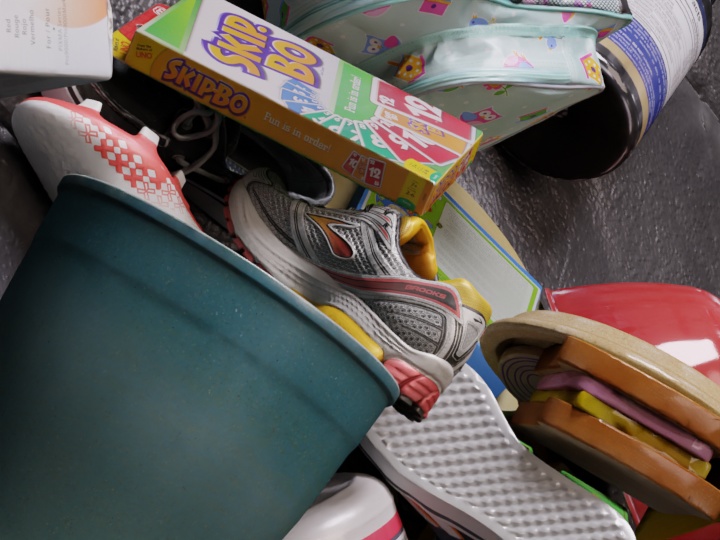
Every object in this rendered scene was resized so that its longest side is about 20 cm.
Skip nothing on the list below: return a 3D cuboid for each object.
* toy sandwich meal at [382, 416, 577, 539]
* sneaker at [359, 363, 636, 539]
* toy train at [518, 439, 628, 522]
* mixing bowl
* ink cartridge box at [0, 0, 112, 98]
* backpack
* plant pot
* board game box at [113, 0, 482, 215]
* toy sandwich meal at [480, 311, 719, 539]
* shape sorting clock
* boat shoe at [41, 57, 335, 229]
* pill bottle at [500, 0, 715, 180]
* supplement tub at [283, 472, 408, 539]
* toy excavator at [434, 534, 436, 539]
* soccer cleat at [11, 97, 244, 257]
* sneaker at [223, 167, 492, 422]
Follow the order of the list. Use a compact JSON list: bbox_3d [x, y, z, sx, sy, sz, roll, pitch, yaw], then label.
[{"bbox_3d":[0.092,0.164,1.739,0.205,0.070,0.206,20,63,-46],"label":"toy sandwich meal"},{"bbox_3d":[0.062,0.119,1.543,0.078,0.079,0.200,-37,66,-21],"label":"sneaker"},{"bbox_3d":[0.074,0.114,1.676,0.200,0.042,0.056,32,23,-14],"label":"toy train"},{"bbox_3d":[0.200,0.086,1.793,0.200,0.108,0.201,-21,90,-87],"label":"mixing bowl"},{"bbox_3d":[-0.242,-0.107,1.352,0.200,0.162,0.050,4,82,-51],"label":"ink cartridge box"},{"bbox_3d":[0.040,-0.154,1.698,0.200,0.176,0.154,13,68,-36],"label":"backpack"},{"bbox_3d":[-0.113,0.086,1.413,0.200,0.200,0.188,40,77,-36],"label":"plant pot"},{"bbox_3d":[-0.037,-0.097,1.557,0.030,0.200,0.096,-69,170,25],"label":"board game box"},{"bbox_3d":[0.143,0.094,1.588,0.205,0.205,0.070,41,70,-34],"label":"toy sandwich meal"},{"bbox_3d":[0.041,0.002,1.724,0.200,0.039,0.200,38,28,-24],"label":"shape sorting clock"},{"bbox_3d":[-0.093,-0.080,1.598,0.199,0.068,0.074,39,50,-36],"label":"boat shoe"},{"bbox_3d":[0.167,-0.155,1.903,0.112,0.112,0.200,59,41,-19],"label":"pill bottle"},{"bbox_3d":[-0.020,0.221,1.529,0.140,0.140,0.201,-27,99,-51],"label":"supplement tub"},{"bbox_3d":[0.075,0.148,1.617,0.194,0.100,0.201,11,91,-9],"label":"toy excavator"},{"bbox_3d":[-0.122,-0.010,1.544,0.200,0.069,0.085,49,53,-29],"label":"soccer cleat"},{"bbox_3d":[0.000,0.000,1.532,0.082,0.200,0.078,-46,139,-2],"label":"sneaker"}]
